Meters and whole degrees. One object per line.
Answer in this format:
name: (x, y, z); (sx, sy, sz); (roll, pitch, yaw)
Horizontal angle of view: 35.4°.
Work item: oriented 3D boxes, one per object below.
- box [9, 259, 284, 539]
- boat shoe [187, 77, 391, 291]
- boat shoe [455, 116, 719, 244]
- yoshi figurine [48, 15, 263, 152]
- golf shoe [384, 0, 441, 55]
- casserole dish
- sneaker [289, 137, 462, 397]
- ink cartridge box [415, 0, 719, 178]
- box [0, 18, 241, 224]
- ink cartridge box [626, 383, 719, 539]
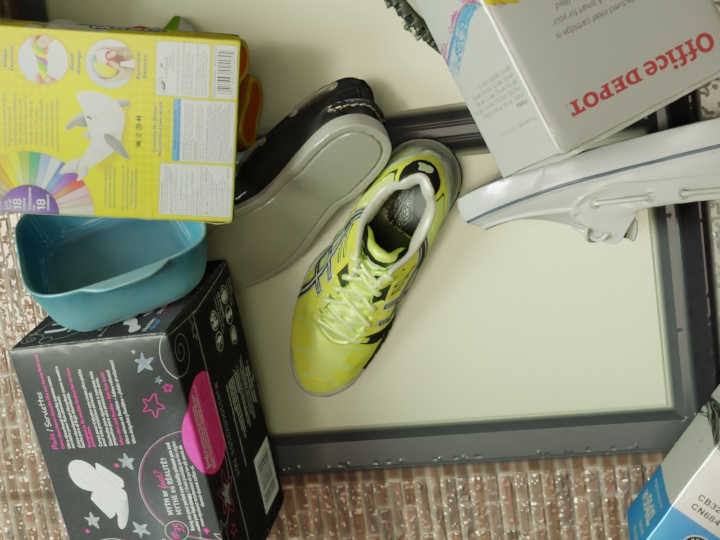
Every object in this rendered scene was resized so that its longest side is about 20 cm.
box: (-0.140, 0.111, 0.782); (0.114, 0.132, 0.200); (-6, 110, 14)
boat shoe: (-0.059, -0.057, 0.787); (0.074, 0.060, 0.200); (24, 130, -33)
boat shoe: (0.164, -0.049, 0.735); (0.200, 0.074, 0.066); (-14, 92, 15)
yoshi figurine: (-0.177, -0.119, 0.781); (0.200, 0.112, 0.113); (9, 108, 14)
golf shoe: (0.023, -0.240, 0.733); (0.088, 0.077, 0.200); (-29, 93, 9)
casserole dish: (-0.166, -0.015, 0.761); (0.121, 0.200, 0.039); (-21, 117, -12)
sneaker: (0.000, 0.000, 0.776); (0.075, 0.076, 0.200); (26, 105, 5)
ink cartridge box: (0.115, -0.178, 0.687); (0.147, 0.086, 0.200); (-27, 94, -19)
box: (-0.176, -0.093, 0.697); (0.200, 0.048, 0.118); (2, 106, -9)
ink cartridge box: (0.290, 0.135, 0.733); (0.146, 0.084, 0.200); (33, 105, 5)
